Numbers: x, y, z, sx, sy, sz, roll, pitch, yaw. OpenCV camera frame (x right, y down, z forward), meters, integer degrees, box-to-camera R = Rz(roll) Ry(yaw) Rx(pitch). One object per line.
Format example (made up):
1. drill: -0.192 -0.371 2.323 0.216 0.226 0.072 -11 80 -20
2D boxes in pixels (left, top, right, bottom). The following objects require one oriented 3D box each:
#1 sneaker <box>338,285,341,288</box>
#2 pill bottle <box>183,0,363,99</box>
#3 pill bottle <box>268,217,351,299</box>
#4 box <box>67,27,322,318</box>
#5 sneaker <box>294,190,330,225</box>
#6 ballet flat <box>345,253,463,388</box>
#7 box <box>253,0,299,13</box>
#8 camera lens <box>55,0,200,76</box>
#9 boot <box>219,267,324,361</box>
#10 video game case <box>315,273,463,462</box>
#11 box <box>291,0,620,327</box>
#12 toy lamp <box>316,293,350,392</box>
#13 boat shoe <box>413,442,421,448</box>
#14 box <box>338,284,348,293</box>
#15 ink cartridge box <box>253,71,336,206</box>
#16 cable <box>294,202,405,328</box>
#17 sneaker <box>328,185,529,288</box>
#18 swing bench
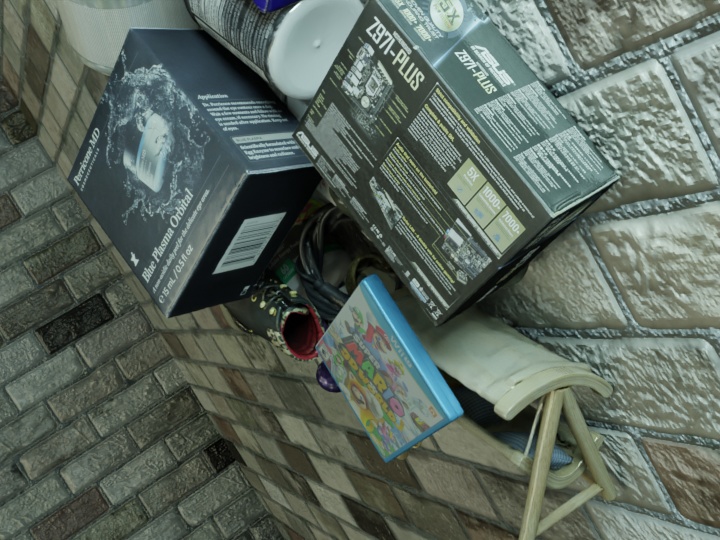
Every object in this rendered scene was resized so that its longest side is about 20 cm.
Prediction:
1. sneaker: -0.078 0.009 1.223 0.200 0.074 0.082 41 152 35
2. pill bottle: -0.092 -0.247 0.833 0.200 0.106 0.106 43 156 34
3. pill bottle: -0.112 -0.050 1.152 0.200 0.113 0.113 49 158 19
4. box: -0.163 -0.096 0.890 0.200 0.117 0.197 50 127 21
5. sneaker: -0.094 -0.077 1.026 0.078 0.090 0.200 37 -173 11
6. ballet flat: 0.051 0.058 1.009 0.200 0.071 0.071 51 159 23
7. box: -0.067 -0.326 0.662 0.184 0.105 0.200 54 160 9
8. camera lens: -0.269 -0.332 1.030 0.160 0.160 0.200 48 158 24
9. boot: -0.121 0.006 1.020 0.154 0.073 0.204 23 144 49
10. video game case: 0.019 0.100 0.862 0.143 0.018 0.200 58 156 11
11. box: 0.061 -0.087 0.683 0.200 0.086 0.164 53 142 12
12. toy lamp: -0.027 0.091 1.133 0.058 0.058 0.200 48 156 23
13. boat shoe: 0.051 0.170 1.054 0.066 0.074 0.200 34 171 0
14. box: 0.033 0.103 1.151 0.200 0.041 0.039 55 159 4
15. ink cartridge box: -0.040 -0.149 0.910 0.200 0.068 0.116 42 155 35
16. cable: 0.000 0.000 0.985 0.200 0.051 0.164 6 102 48
17. sneaker: 0.071 -0.032 0.832 0.199 0.076 0.114 24 168 28
18. swing bench: 0.124 0.123 0.858 0.199 0.130 0.200 34 144 48
